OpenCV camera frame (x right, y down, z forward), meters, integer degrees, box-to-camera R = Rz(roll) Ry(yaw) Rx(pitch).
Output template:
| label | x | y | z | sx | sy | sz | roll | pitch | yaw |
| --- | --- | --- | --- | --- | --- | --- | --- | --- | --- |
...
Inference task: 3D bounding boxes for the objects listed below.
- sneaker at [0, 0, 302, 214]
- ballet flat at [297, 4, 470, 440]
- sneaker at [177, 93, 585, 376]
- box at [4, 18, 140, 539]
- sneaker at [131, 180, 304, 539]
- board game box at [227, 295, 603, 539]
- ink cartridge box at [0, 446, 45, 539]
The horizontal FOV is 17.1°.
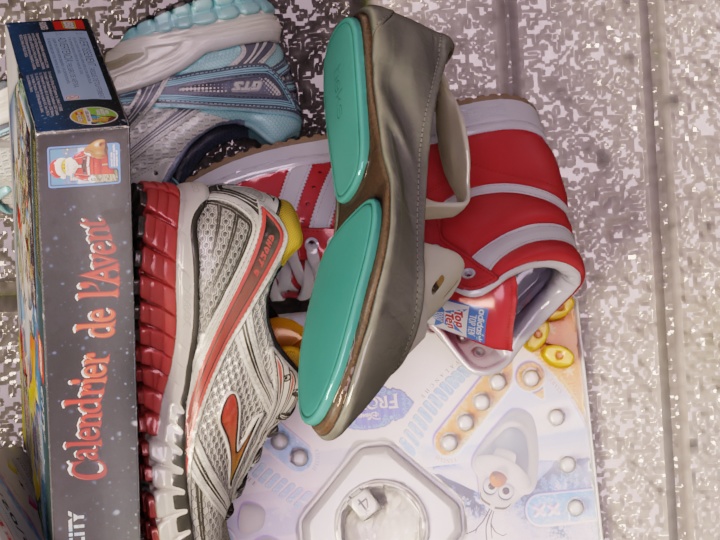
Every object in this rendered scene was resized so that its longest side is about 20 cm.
| label | x | y | z | sx | sy | sz | roll | pitch | yaw |
| --- | --- | --- | --- | --- | --- | --- | --- | --- | --- |
| sneaker | -0.118 | -0.053 | 1.067 | 0.199 | 0.078 | 0.087 | -25 | 88 | 0 |
| ballet flat | 0.016 | -0.020 | 0.976 | 0.063 | 0.067 | 0.201 | 15 | 57 | -20 |
| sneaker | 0.000 | 0.000 | 1.041 | 0.199 | 0.071 | 0.113 | -18 | 56 | -3 |
| box | -0.119 | 0.012 | 0.991 | 0.037 | 0.137 | 0.202 | -5 | 114 | -12 |
| sneaker | -0.057 | 0.059 | 1.004 | 0.081 | 0.078 | 0.201 | -4 | 116 | -12 |
| board game box | 0.009 | 0.115 | 1.074 | 0.198 | 0.026 | 0.202 | -6 | 85 | 1 |
| ink cartridge box | -0.160 | 0.137 | 0.989 | 0.068 | 0.200 | 0.116 | -29 | 85 | 0 |
